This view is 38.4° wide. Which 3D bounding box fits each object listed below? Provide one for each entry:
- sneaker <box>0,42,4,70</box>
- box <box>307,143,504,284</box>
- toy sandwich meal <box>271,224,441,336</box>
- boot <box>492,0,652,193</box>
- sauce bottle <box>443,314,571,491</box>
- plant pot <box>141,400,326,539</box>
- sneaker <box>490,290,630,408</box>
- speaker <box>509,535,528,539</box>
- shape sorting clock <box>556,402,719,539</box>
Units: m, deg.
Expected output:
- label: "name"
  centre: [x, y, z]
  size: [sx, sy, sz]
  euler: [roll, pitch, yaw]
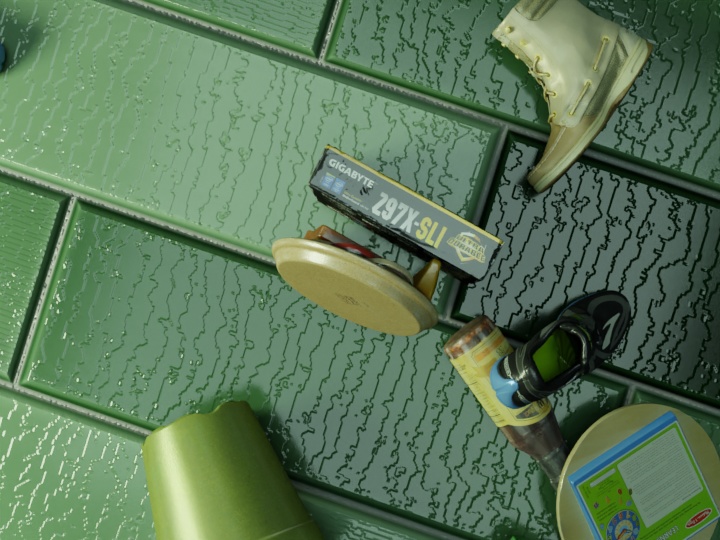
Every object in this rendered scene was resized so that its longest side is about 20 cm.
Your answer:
- label: "sneaker"
  centre: [-0.488, -0.259, 1.121]
  size: [0.196, 0.083, 0.072]
  euler: [15, 89, 2]
- label: "box"
  centre: [0.044, -0.053, 1.067]
  size: [0.198, 0.160, 0.050]
  euler: [29, 90, 2]
- label: "toy sandwich meal"
  centre: [0.000, 0.000, 1.052]
  size: [0.202, 0.205, 0.071]
  euler: [24, 73, 2]
- label: "boot"
  centre: [0.198, -0.201, 1.107]
  size: [0.154, 0.073, 0.201]
  euler: [35, 89, 1]
- label: "sauce bottle"
  centre: [0.170, 0.144, 1.110]
  size: [0.066, 0.066, 0.201]
  euler: [-38, 92, 1]
- label: "plant pot"
  centre: [-0.142, 0.246, 1.069]
  size: [0.197, 0.200, 0.193]
  euler: [-24, 77, 1]
- label: "sneaker"
  centre: [0.220, 0.080, 1.066]
  size: [0.198, 0.082, 0.072]
  euler: [-28, 88, -35]
- label: "speaker"
  centre: [0.148, 0.390, 1.096]
  size: [0.087, 0.088, 0.202]
  euler: [27, 90, 2]
- label: "shape sorting clock"
  centre: [0.298, 0.241, 1.101]
  size: [0.196, 0.039, 0.204]
  euler: [0, 91, -14]
